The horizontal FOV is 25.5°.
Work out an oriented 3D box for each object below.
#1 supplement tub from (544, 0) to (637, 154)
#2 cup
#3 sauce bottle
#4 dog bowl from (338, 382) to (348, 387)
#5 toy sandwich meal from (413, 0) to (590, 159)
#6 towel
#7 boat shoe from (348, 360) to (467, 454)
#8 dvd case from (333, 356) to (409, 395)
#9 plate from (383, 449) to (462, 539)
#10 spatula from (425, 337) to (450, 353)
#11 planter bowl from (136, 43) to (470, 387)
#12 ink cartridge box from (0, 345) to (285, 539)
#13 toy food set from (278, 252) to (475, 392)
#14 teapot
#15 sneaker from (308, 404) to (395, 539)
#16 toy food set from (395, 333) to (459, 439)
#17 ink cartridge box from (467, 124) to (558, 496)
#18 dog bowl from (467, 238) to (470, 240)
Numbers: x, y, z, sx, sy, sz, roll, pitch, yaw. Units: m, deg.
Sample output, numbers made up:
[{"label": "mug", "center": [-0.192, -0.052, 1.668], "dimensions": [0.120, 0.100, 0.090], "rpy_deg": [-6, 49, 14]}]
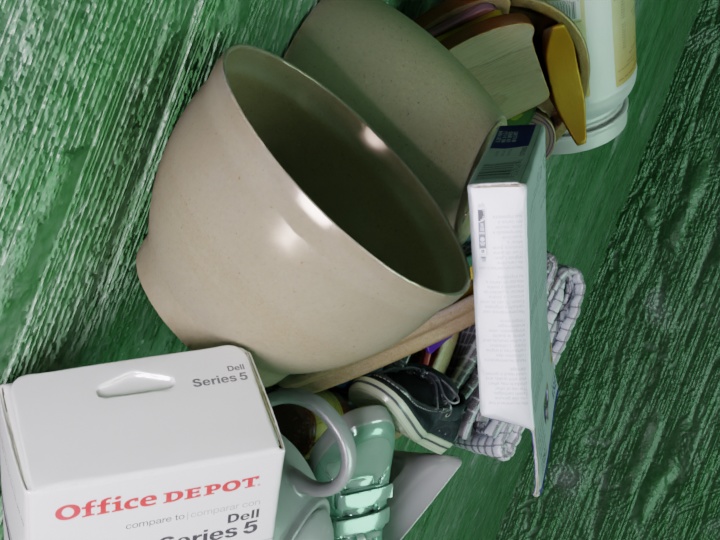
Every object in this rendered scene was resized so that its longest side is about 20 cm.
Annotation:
[{"label": "supplement tub", "center": [0.178, -0.222, 1.448], "dimensions": [0.145, 0.143, 0.202], "rpy_deg": [-52, 142, -47]}, {"label": "cup", "center": [0.024, -0.089, 1.163], "dimensions": [0.200, 0.142, 0.202], "rpy_deg": [22, 90, -76]}, {"label": "sauce bottle", "center": [-0.045, 0.132, 1.382], "dimensions": [0.200, 0.065, 0.067], "rpy_deg": [17, 94, -76]}, {"label": "dog bowl", "center": [0.000, 0.000, 1.389], "dimensions": [0.112, 0.049, 0.202], "rpy_deg": [54, 58, -73]}, {"label": "toy sandwich meal", "center": [0.112, -0.147, 1.345], "dimensions": [0.071, 0.203, 0.207], "rpy_deg": [-110, -157, -48]}, {"label": "towel", "center": [0.114, 0.069, 1.526], "dimensions": [0.201, 0.085, 0.165], "rpy_deg": [-63, -158, -6]}, {"label": "boat shoe", "center": [0.044, 0.107, 1.333], "dimensions": [0.063, 0.074, 0.200], "rpy_deg": [-58, 157, -2]}, {"label": "dvd case", "center": [0.036, 0.021, 1.467], "dimensions": [0.202, 0.025, 0.150], "rpy_deg": [-67, -165, -10]}, {"label": "plate", "center": [-0.019, 0.231, 1.450], "dimensions": [0.200, 0.032, 0.199], "rpy_deg": [-48, -164, -18]}, {"label": "spatula", "center": [0.020, 0.062, 1.350], "dimensions": [0.199, 0.020, 0.057], "rpy_deg": [-25, 118, -36]}, {"label": "planter bowl", "center": [-0.050, -0.017, 0.958], "dimensions": [0.135, 0.201, 0.200], "rpy_deg": [-43, 173, 19]}, {"label": "ink cartridge box", "center": [-0.129, 0.151, 0.920], "dimensions": [0.084, 0.144, 0.201], "rpy_deg": [-116, -155, -43]}, {"label": "toy food set", "center": [0.023, 0.038, 1.218], "dimensions": [0.196, 0.049, 0.200], "rpy_deg": [-24, 180, -7]}, {"label": "teapot", "center": [-0.083, 0.206, 1.189], "dimensions": [0.201, 0.145, 0.199], "rpy_deg": [81, 33, -62]}, {"label": "sneaker", "center": [0.006, 0.206, 1.246], "dimensions": [0.073, 0.119, 0.202], "rpy_deg": [-8, 132, -27]}, {"label": "toy food set", "center": [0.039, 0.073, 1.523], "dimensions": [0.201, 0.048, 0.198], "rpy_deg": [-61, -164, 15]}, {"label": "ink cartridge box", "center": [0.102, 0.019, 1.054], "dimensions": [0.200, 0.040, 0.202], "rpy_deg": [-56, 143, -72]}, {"label": "dog bowl", "center": [0.092, 0.040, 1.747], "dimensions": [0.200, 0.049, 0.112], "rpy_deg": [-52, 158, -49]}]
